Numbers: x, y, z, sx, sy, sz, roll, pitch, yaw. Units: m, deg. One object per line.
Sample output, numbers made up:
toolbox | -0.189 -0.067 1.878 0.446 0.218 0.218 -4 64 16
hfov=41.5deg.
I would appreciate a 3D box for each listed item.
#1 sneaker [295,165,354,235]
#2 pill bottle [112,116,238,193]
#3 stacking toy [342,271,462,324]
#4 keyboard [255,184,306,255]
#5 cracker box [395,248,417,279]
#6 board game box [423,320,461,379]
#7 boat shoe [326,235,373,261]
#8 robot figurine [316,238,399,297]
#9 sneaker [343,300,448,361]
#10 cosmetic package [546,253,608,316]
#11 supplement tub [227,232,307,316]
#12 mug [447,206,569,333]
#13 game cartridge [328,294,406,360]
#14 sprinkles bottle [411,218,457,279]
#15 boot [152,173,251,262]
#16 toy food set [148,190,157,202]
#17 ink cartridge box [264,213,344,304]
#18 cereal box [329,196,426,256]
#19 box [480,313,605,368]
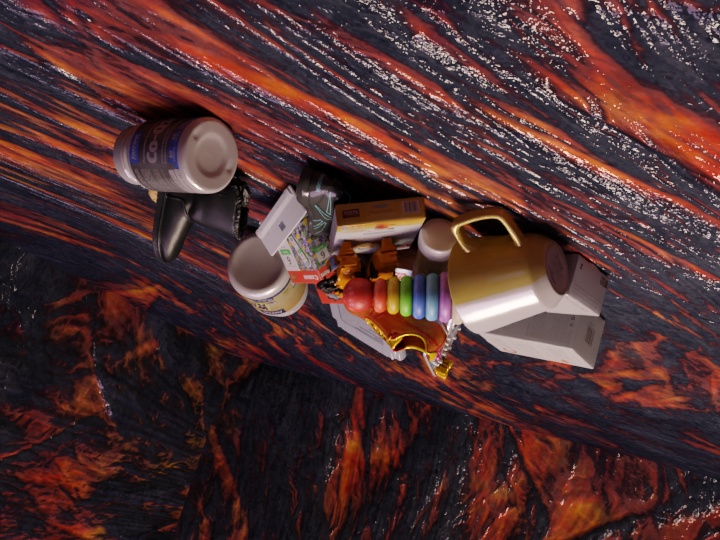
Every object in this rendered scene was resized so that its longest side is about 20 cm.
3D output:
sneaker | -0.050 -0.102 1.552 0.078 0.077 0.200 13 166 13
pill bottle | -0.294 -0.181 1.489 0.197 0.116 0.113 6 162 42
stacking toy | 0.069 0.043 1.526 0.195 0.087 0.086 1 165 4
keyboard | -0.144 -0.087 1.709 0.057 0.011 0.200 52 149 4
cracker box | 0.104 0.048 1.757 0.131 0.058 0.202 9 139 3
board game box | 0.174 0.084 1.694 0.025 0.203 0.200 24 169 16
boat shoe | -0.006 -0.020 1.812 0.200 0.076 0.086 27 164 -27
robot figurine | 0.000 0.000 1.612 0.142 0.060 0.200 -4 167 -10
sneaker | 0.049 0.088 1.582 0.197 0.078 0.073 21 155 30
cosmetic package | 0.295 0.021 1.566 0.101 0.075 0.198 29 165 -38
supplement tub | -0.194 0.015 2.054 0.142 0.147 0.200 15 166 16
mug | 0.223 0.005 1.445 0.151 0.153 0.185 -12 155 35
game cartridge | 0.008 0.074 1.771 0.199 0.040 0.135 28 142 46
sprinkles bottle | 0.119 0.000 1.591 0.067 0.069 0.202 17 145 6
boot | -0.280 -0.091 1.684 0.159 0.202 0.074 13 -156 9
toy food set | -0.321 -0.149 1.791 0.196 0.050 0.198 18 166 7
ink cartridge box | -0.095 -0.017 1.755 0.108 0.050 0.203 0 117 54
cereal box | 0.023 -0.068 1.549 0.141 0.040 0.200 -7 167 -6
box | 0.337 0.104 1.779 0.197 0.099 0.124 8 163 36
